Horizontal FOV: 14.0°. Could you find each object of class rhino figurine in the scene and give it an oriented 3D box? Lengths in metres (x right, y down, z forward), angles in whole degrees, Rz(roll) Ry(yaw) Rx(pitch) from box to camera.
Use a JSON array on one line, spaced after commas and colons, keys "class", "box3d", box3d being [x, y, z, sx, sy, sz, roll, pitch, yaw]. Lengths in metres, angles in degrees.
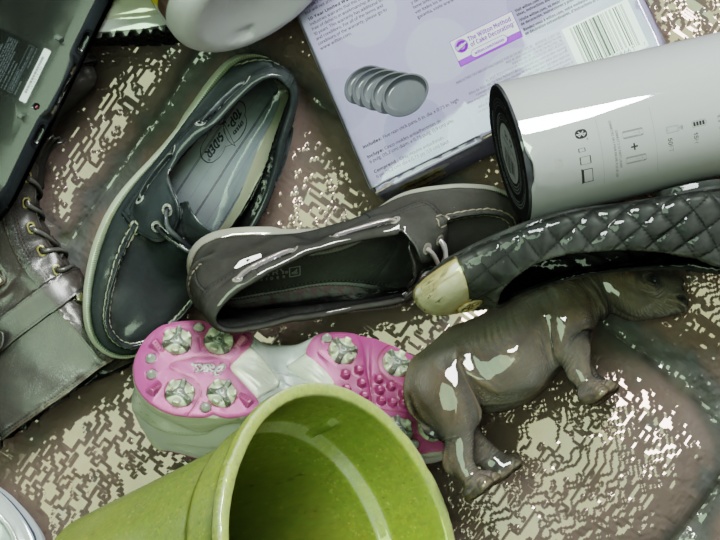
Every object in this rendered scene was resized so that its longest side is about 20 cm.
[{"class": "rhino figurine", "box3d": [0.111, 0.040, 1.663, 0.200, 0.060, 0.088, -37, 83, -13]}]

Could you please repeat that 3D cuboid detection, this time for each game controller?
[{"class": "game controller", "box3d": [-0.216, -0.125, 1.708, 0.104, 0.042, 0.201, 25, 86, 6]}]

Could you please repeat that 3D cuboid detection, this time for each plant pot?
[{"class": "plant pot", "box3d": [-0.075, 0.180, 1.628, 0.184, 0.200, 0.201, -18, 79, 37]}]

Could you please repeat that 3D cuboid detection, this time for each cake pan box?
[{"class": "cake pan box", "box3d": [0.063, -0.164, 1.706, 0.199, 0.052, 0.185, -27, 77, 8]}]

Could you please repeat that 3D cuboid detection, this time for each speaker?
[{"class": "speaker", "box3d": [0.177, -0.087, 1.633, 0.199, 0.081, 0.082, -14, 81, -8]}]

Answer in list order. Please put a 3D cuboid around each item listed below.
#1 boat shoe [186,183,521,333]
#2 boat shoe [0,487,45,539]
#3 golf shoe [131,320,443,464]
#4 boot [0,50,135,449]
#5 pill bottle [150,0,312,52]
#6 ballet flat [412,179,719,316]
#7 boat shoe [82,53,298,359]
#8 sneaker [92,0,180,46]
[{"class": "boat shoe", "box3d": [0.000, 0.000, 1.675, 0.199, 0.067, 0.057, -10, 37, -7]}, {"class": "boat shoe", "box3d": [-0.280, 0.134, 1.739, 0.199, 0.067, 0.074, 24, 80, 14]}, {"class": "golf shoe", "box3d": [-0.037, 0.081, 1.701, 0.199, 0.092, 0.076, 11, 57, -7]}, {"class": "boot", "box3d": [-0.189, -0.013, 1.749, 0.200, 0.069, 0.174, -42, 84, 6]}, {"class": "pill bottle", "box3d": [-0.106, -0.231, 1.686, 0.109, 0.109, 0.200, -36, 67, 6]}, {"class": "ballet flat", "box3d": [0.127, -0.004, 1.615, 0.199, 0.066, 0.057, -14, 78, -6]}, {"class": "boat shoe", "box3d": [-0.093, -0.036, 1.705, 0.074, 0.066, 0.200, 38, 81, -20]}, {"class": "sneaker", "box3d": [-0.169, -0.180, 1.751, 0.199, 0.070, 0.094, -4, 89, 15]}]
